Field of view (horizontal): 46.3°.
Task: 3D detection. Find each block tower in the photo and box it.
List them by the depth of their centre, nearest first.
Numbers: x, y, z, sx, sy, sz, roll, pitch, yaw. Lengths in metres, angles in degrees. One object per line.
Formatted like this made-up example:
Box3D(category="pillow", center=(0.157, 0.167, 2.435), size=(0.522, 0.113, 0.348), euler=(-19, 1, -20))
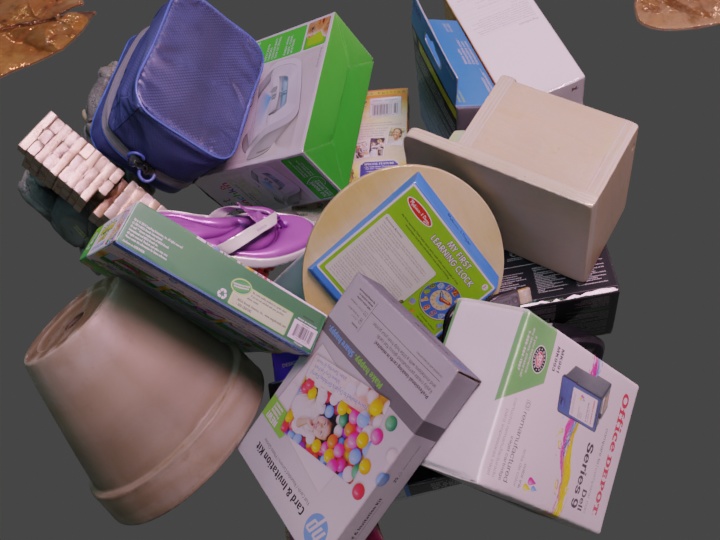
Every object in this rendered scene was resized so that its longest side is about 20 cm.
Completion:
Box3D(category="block tower", center=(-0.280, -0.081, 0.927), size=(0.200, 0.058, 0.054), euler=(43, 64, -15))

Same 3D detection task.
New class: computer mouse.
Box3D(category="computer mouse", center=(0.155, 0.063, 0.826), size=(0.196, 0.142, 0.046), euler=(-7, 41, -17))

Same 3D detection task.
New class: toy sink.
Box3D(category="toy sink", center=(0.158, -0.101, 0.835), size=(0.197, 0.131, 0.113), euler=(24, 66, 25))

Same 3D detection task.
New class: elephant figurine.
Box3D(category="elephant figurine", center=(-0.320, -0.134, 1.056), size=(0.140, 0.156, 0.201), euler=(33, 35, -11))

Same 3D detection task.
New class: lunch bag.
Box3D(category="lunch bag", center=(-0.209, -0.186, 0.945), size=(0.131, 0.135, 0.203), euler=(-21, 45, 46))

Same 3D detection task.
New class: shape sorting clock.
Box3D(category="shape sorting clock", center=(0.041, 0.000, 0.799), size=(0.196, 0.204, 0.039), euler=(-17, 22, -1))

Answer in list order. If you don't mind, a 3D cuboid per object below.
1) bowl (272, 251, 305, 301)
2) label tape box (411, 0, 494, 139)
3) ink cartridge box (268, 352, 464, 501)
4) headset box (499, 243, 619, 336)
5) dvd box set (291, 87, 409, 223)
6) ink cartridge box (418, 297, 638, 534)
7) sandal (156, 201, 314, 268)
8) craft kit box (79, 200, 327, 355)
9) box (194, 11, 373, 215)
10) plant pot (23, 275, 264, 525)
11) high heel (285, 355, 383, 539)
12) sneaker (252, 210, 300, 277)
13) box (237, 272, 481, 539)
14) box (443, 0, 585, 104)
Box3D(category="bowl", center=(0.000, 0.000, 0.895), size=(0.200, 0.201, 0.105), euler=(-43, 92, -15))
Box3D(category="label tape box", center=(0.114, -0.207, 0.972), size=(0.065, 0.201, 0.145), euler=(-18, 58, -5))
Box3D(category="ink cartridge box", center=(0.005, 0.141, 0.879), size=(0.194, 0.044, 0.203), euler=(-15, 58, 3))
Box3D(category="headset box", center=(0.170, -0.026, 0.919), size=(0.170, 0.093, 0.203), euler=(-11, 58, 4))
Box3D(category="dvd box set", center=(-0.010, -0.137, 1.052), size=(0.143, 0.030, 0.204), euler=(-3, 60, 9))
Box3D(category="ink cartridge box", center=(0.151, 0.133, 0.748), size=(0.087, 0.199, 0.148), euler=(7, 72, 47))
Box3D(category="sandal", center=(-0.135, -0.044, 0.892), size=(0.199, 0.050, 0.083), euler=(-3, 45, -24))
Box3D(category="craft kit box", center=(-0.155, 0.016, 0.798), size=(0.198, 0.196, 0.049), euler=(33, 70, -22))
Box3D(category="box", center=(-0.091, -0.183, 1.020), size=(0.174, 0.097, 0.204), euler=(-7, 59, 34))
Box3D(category="plant pot", center=(-0.219, 0.107, 0.813), size=(0.198, 0.175, 0.201), euler=(-31, 23, 15))
Box3D(category="high heel", center=(-0.019, 0.160, 0.803), size=(0.094, 0.067, 0.204), euler=(-5, 65, 21))
Box3D(category="sneaker", center=(-0.138, 0.020, 0.961), size=(0.199, 0.068, 0.109), euler=(-28, 57, -2))
Box3D(category="box", center=(-0.009, 0.126, 0.725), size=(0.202, 0.041, 0.156), euler=(-55, 45, 9))
Box3D(category="box", center=(0.183, -0.243, 1.028), size=(0.096, 0.125, 0.203), euler=(-20, 58, -3))
